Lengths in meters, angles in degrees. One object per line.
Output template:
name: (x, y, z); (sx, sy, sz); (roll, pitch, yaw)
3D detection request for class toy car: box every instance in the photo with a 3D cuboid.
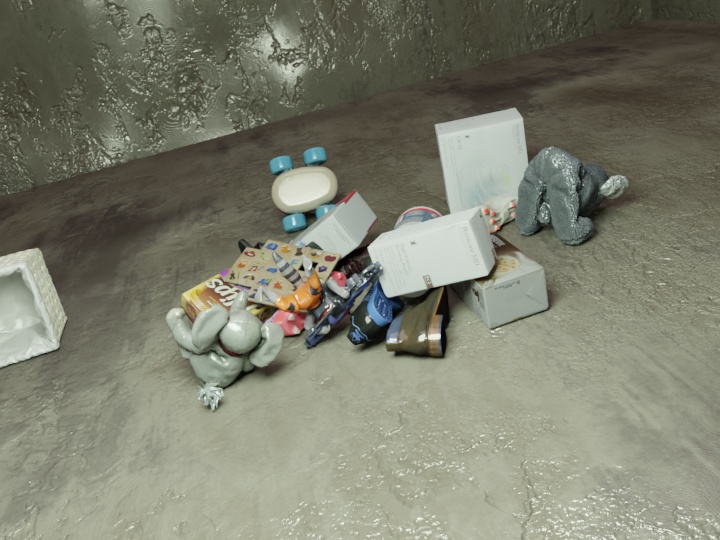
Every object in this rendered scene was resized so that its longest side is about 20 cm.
toy car: (-0.141, -0.199, 1.918); (0.173, 0.188, 0.200); (-14, -6, 0)

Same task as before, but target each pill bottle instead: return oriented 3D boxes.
pill bottle: (0.109, -0.034, 1.410); (0.117, 0.122, 0.201); (-6, 25, 16)

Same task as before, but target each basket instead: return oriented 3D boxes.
basket: (-0.757, 0.082, 1.539); (0.196, 0.202, 0.161); (-17, 19, -8)

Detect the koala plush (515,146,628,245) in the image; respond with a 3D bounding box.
koala plush: (0.442, -0.169, 1.490); (0.197, 0.188, 0.176); (-14, 20, -33)

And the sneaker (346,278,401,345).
sneaker: (0.021, 0.073, 1.286); (0.078, 0.070, 0.200); (-41, 1, 15)

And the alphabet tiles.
alphabet tiles: (-0.157, 0.005, 1.395); (0.196, 0.008, 0.168); (11, 45, 19)

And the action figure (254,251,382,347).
action figure: (-0.065, 0.025, 1.254); (0.200, 0.193, 0.105); (-43, 53, 8)

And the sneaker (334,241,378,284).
sneaker: (0.000, 0.000, 1.474); (0.113, 0.077, 0.200); (-17, 13, 9)

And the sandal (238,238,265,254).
sandal: (-0.211, -0.023, 1.627); (0.048, 0.077, 0.199); (-32, 38, -26)

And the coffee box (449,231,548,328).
coffee box: (0.236, 0.012, 1.286); (0.112, 0.081, 0.200); (-17, 24, -7)

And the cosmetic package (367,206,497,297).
cosmetic package: (0.122, -0.029, 1.237); (0.197, 0.103, 0.074); (-15, 17, 32)

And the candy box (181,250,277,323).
candy box: (-0.236, 0.056, 1.413); (0.199, 0.057, 0.117); (-33, 67, -34)

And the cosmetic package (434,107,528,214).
cosmetic package: (0.289, -0.251, 1.694); (0.195, 0.203, 0.123); (-11, 22, 6)

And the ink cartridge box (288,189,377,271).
ink cartridge box: (-0.075, -0.060, 1.514); (0.199, 0.083, 0.146); (-36, 11, 31)

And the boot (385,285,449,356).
boot: (0.100, 0.074, 1.231); (0.095, 0.076, 0.201); (-4, 27, 13)

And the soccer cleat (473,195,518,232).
soccer cleat: (0.279, -0.118, 1.582); (0.198, 0.071, 0.077); (-23, 19, -38)

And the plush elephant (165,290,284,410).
plush elephant: (-0.220, 0.109, 1.208); (0.155, 0.163, 0.201); (-48, 33, 20)

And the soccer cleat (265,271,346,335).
soccer cleat: (-0.100, 0.059, 1.393); (0.075, 0.068, 0.200); (0, 29, 39)
